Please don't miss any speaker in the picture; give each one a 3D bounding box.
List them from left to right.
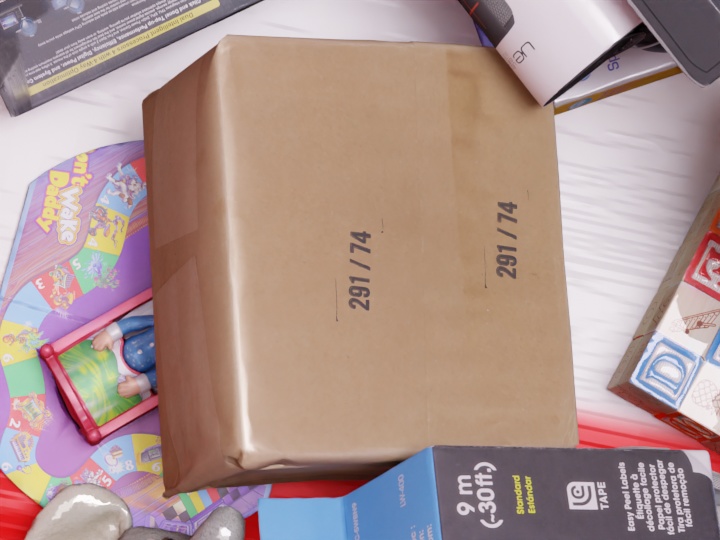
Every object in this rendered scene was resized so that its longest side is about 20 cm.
[{"bbox_3d":[0.056,-0.176,1.113,0.081,0.081,0.200,-38,88,-9],"label":"speaker"}]

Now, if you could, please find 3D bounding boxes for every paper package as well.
[{"bbox_3d":[0.000,0.000,1.136,0.189,0.103,0.202,1,78,-26],"label":"paper package"}]

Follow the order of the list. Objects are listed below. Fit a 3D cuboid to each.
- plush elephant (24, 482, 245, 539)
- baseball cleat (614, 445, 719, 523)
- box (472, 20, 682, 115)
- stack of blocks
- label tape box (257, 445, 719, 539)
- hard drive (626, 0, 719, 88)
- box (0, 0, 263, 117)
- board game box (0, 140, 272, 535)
[{"bbox_3d":[-0.094,0.179,1.119,0.164,0.200,0.156,26,59,-15],"label":"plush elephant"},{"bbox_3d":[0.098,0.149,1.183,0.199,0.107,0.070,-17,123,15],"label":"baseball cleat"},{"bbox_3d":[0.148,-0.160,1.233,0.199,0.041,0.120,-18,86,-5],"label":"box"},{"bbox_3d":[0.224,-0.001,1.211,0.115,0.059,0.201,30,81,-2],"label":"stack of blocks"},{"bbox_3d":[0.062,0.154,1.047,0.198,0.063,0.145,2,61,-14],"label":"label tape box"},{"bbox_3d":[0.154,-0.169,1.127,0.033,0.200,0.140,-40,88,29],"label":"hard drive"},{"bbox_3d":[-0.114,-0.189,1.169,0.199,0.049,0.162,-25,97,5],"label":"box"},{"bbox_3d":[-0.104,0.031,1.183,0.157,0.039,0.202,15,81,-4],"label":"board game box"}]
